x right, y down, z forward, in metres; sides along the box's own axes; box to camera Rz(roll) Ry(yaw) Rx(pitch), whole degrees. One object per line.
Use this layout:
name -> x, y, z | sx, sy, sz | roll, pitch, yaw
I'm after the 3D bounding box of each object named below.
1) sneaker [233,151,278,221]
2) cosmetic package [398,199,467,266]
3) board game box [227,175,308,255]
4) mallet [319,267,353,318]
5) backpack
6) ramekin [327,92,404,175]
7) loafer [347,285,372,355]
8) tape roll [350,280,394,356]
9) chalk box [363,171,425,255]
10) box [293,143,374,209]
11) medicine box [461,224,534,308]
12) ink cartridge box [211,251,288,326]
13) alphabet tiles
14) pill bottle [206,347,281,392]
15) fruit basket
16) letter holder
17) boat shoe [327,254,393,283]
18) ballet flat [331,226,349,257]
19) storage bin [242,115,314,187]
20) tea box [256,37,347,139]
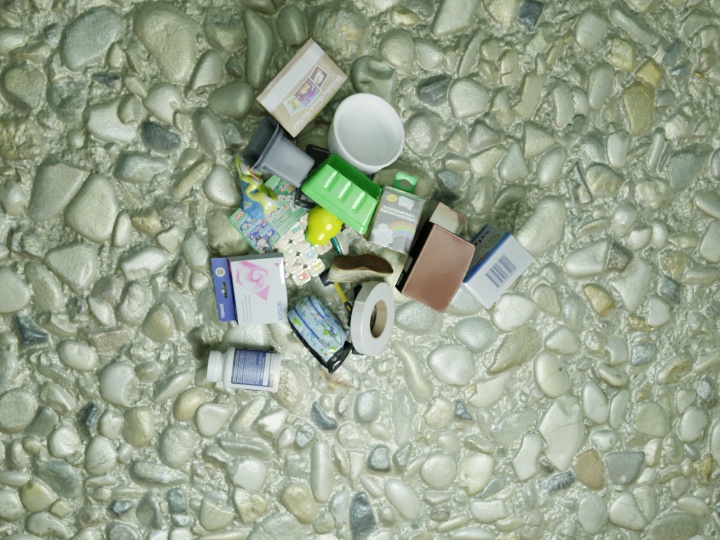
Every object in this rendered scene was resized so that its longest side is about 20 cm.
sneaker -> -0.299, -0.216, 1.654 | 0.105, 0.075, 0.202 | -45, 62, 24
cosmetic package -> 0.201, -0.084, 1.752 | 0.102, 0.087, 0.203 | 27, 96, -11
board game box -> -0.245, -0.157, 1.706 | 0.200, 0.029, 0.135 | -43, 91, 2
mallet -> -0.037, 0.076, 1.743 | 0.065, 0.041, 0.201 | -37, 79, 2
backpack -> -0.112, 0.167, 1.730 | 0.198, 0.163, 0.155 | 33, 93, 6
ramekin -> 0.009, -0.351, 1.648 | 0.196, 0.097, 0.205 | 5, 77, -21
loafer -> -0.004, 0.144, 1.776 | 0.069, 0.068, 0.205 | -8, 104, -14
tape roll -> 0.036, 0.131, 1.720 | 0.036, 0.202, 0.208 | 8, 101, 29
chalk box -> 0.096, -0.163, 1.710 | 0.122, 0.124, 0.204 | 17, 96, -8
box -> -0.069, -0.232, 1.687 | 0.196, 0.043, 0.164 | 15, 79, -14
medicine box -> 0.350, -0.016, 1.724 | 0.103, 0.200, 0.183 | 42, 93, -14
ink cartridge box -> -0.300, 0.056, 1.716 | 0.195, 0.043, 0.200 | -6, 116, -7
alphabet tiles -> -0.185, -0.064, 1.747 | 0.193, 0.015, 0.203 | -30, 101, -1
pill bottle -> -0.321, 0.273, 1.739 | 0.195, 0.111, 0.114 | 7, 99, -8
fruit basket -> -0.068, -0.161, 1.604 | 0.210, 0.156, 0.220 | 4, 119, 8
letter holder -> 0.201, -0.008, 1.669 | 0.140, 0.101, 0.203 | 25, 95, -10
boat shoe -> 0.000, 0.000, 1.740 | 0.196, 0.074, 0.063 | 4, 133, -29
ballet flat -> -0.067, -0.122, 1.726 | 0.062, 0.067, 0.203 | -29, 102, -8
storage bin -> -0.208, -0.285, 1.591 | 0.133, 0.200, 0.147 | 31, 97, -25
tea box -> -0.149, -0.454, 1.592 | 0.133, 0.197, 0.200 | 43, 92, -12
